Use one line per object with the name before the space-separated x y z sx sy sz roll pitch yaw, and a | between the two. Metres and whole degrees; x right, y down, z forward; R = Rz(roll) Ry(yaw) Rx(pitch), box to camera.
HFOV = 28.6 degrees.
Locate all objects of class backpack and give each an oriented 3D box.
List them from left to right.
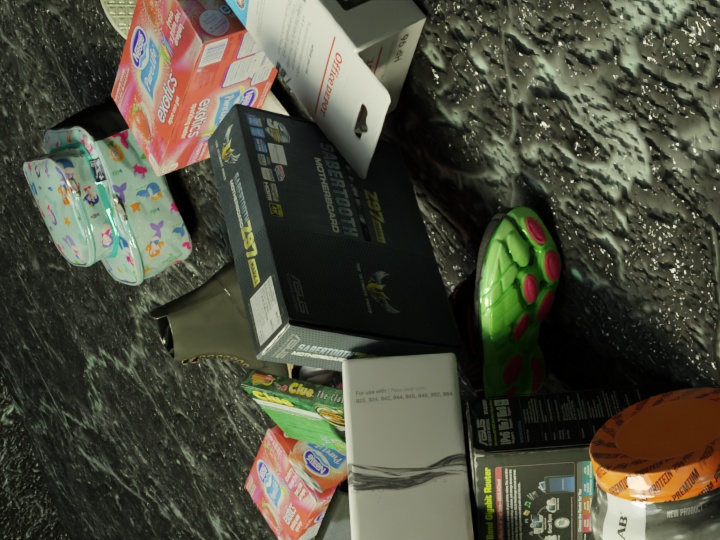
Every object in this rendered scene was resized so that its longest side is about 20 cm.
backpack | -0.283 -0.080 1.617 0.177 0.150 0.202 6 126 61

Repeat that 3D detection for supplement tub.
supplement tub | 0.208 0.180 0.828 0.122 0.122 0.202 10 125 61

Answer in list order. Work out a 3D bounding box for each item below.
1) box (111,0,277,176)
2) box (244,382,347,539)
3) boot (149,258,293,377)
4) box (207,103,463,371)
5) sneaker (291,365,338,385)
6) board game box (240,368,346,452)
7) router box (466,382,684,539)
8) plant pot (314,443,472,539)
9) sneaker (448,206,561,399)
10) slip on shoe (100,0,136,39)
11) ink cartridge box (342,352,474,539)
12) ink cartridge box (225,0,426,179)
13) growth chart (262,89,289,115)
box | -0.136 -0.184 1.217 0.095 0.102 0.200 58 150 16
box | -0.049 0.213 1.507 0.096 0.099 0.200 54 156 15
boot | -0.146 0.086 1.516 0.077 0.137 0.202 30 142 50
box | -0.020 -0.020 1.043 0.051 0.156 0.202 -45 47 38
sneaker | -0.044 0.039 1.326 0.114 0.075 0.200 49 151 8
board game box | -0.010 0.143 1.321 0.198 0.024 0.105 10 152 35
router box | 0.152 0.177 0.974 0.062 0.148 0.202 -92 -3 -57
plant pot | 0.064 0.248 1.165 0.197 0.200 0.180 13 111 26
sneaker | 0.095 0.028 1.041 0.084 0.076 0.201 41 149 30
slip on shoe | -0.233 -0.292 1.385 0.201 0.074 0.061 51 -170 9
ink cartridge box | 0.036 0.177 0.991 0.146 0.083 0.202 82 -176 -65
ink cartridge box | -0.020 -0.182 1.052 0.201 0.067 0.116 54 156 18
growth chart | -0.074 -0.114 1.300 0.201 0.018 0.145 54 156 16
